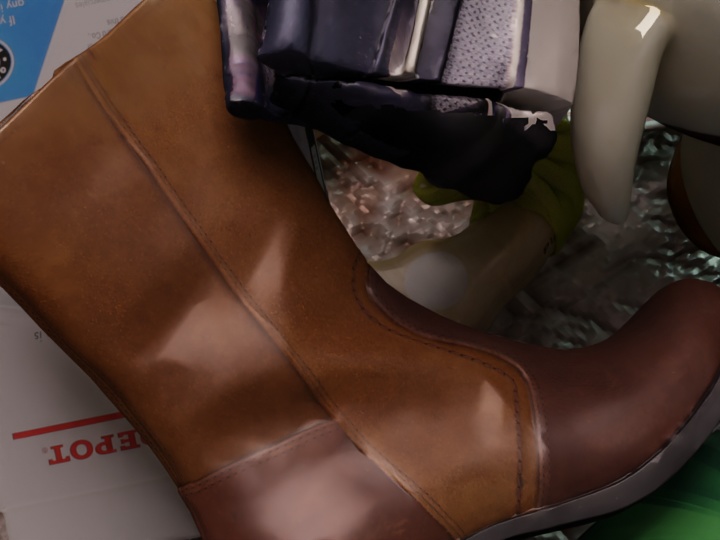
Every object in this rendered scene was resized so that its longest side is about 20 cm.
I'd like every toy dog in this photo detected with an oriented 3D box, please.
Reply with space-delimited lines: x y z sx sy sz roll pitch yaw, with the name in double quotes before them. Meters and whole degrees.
"toy dog" 0.142 -0.068 0.803 0.139 0.200 0.195 5 60 27

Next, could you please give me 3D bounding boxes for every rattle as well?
"rattle" -0.026 -0.066 0.856 0.200 0.143 0.131 36 92 20

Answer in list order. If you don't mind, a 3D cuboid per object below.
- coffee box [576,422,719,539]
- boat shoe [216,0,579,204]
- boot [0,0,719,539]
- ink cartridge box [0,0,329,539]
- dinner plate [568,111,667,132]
"coffee box" 0.122 0.108 0.753 0.200 0.044 0.123 -37 57 -24
"boat shoe" 0.011 -0.121 0.736 0.092 0.075 0.201 12 60 -18
"boot" 0.000 0.000 0.750 0.188 0.068 0.200 -37 92 -18
"ink cartridge box" -0.064 0.003 0.798 0.115 0.201 0.068 -11 4 4
"dinner plate" 0.088 -0.118 0.970 0.199 0.024 0.201 -2 48 3
